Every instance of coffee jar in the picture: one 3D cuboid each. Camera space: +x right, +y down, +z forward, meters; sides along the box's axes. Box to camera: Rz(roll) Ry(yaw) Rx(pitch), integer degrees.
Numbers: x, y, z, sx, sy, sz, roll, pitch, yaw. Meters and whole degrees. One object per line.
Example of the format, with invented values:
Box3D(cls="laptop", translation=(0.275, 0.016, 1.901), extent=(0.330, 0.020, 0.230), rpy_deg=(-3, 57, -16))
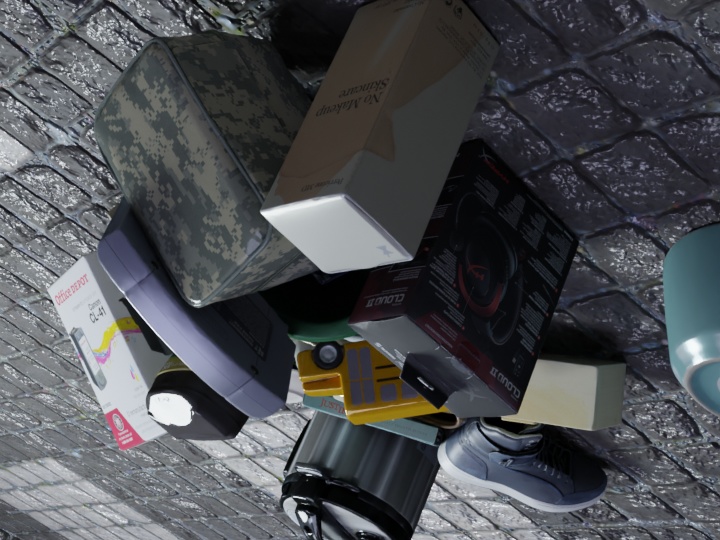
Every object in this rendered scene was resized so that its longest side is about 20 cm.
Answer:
Box3D(cls="coffee jar", translation=(-0.127, 0.073, 1.273), extent=(0.104, 0.200, 0.085), rpy_deg=(-12, 133, 48))

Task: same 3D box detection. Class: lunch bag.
Box3D(cls="lunch bag", translation=(-0.086, -0.083, 1.024), extent=(0.139, 0.167, 0.200), rpy_deg=(-45, 72, 41))

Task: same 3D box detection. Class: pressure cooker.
Box3D(cls="pressure cooker", translation=(-0.003, 0.258, 1.579), extent=(0.175, 0.201, 0.179), rpy_deg=(26, 153, -5))

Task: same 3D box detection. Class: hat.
Box3D(cls="hat", translation=(-0.034, -0.032, 1.210), extent=(0.165, 0.201, 0.176), rpy_deg=(14, -163, 0))

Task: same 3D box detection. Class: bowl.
Box3D(cls="bowl", translation=(0.335, 0.060, 1.068), extent=(0.200, 0.105, 0.201), rpy_deg=(19, 151, 11))

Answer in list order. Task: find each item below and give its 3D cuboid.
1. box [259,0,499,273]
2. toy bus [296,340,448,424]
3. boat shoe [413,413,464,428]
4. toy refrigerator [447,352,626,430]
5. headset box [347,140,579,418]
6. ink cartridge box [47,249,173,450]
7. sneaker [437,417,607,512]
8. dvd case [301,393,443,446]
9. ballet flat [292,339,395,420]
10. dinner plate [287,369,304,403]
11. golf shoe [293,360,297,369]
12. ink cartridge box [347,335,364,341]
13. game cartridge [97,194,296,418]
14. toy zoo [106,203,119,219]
Box3D(cls="box", translation=(0.017, -0.103, 0.936), extent=(0.095, 0.201, 0.078), rpy_deg=(-10, 138, 44))
Box3D(cls="toy bus", translation=(0.043, 0.099, 1.250), extent=(0.199, 0.079, 0.065), rpy_deg=(-10, 165, 6))
Box3D(cls="boat shoe", translation=(0.029, 0.117, 1.430), extent=(0.199, 0.069, 0.074), rpy_deg=(18, 128, 4))
Box3D(cls="toy refrigerator", translation=(0.159, 0.117, 1.314), extent=(0.199, 0.070, 0.076), rpy_deg=(6, -178, 32))
Box3D(cls="headset box", translation=(0.087, 0.018, 1.090), extent=(0.149, 0.201, 0.075), rpy_deg=(40, 148, -29))
Box3D(cls="ink cartridge box", translation=(-0.239, 0.077, 1.380), extent=(0.147, 0.085, 0.201), rpy_deg=(-29, 88, 57))
Box3D(cls="sneaker", translation=(0.204, 0.198, 1.443), extent=(0.202, 0.077, 0.146), rpy_deg=(14, 141, -12))
Box3D(cls="dvd case", translation=(0.018, 0.163, 1.424), extent=(0.145, 0.022, 0.200), rpy_deg=(16, 173, 7))
Box3D(cls="ballet flat", translation=(-0.024, 0.096, 1.338), extent=(0.200, 0.070, 0.070), rpy_deg=(26, 156, 30))
Box3D(cls="dinner plate", translation=(-0.127, 0.127, 1.475), extent=(0.199, 0.024, 0.200), rpy_deg=(6, 165, 2))
Box3D(cls="golf shoe", translation=(-0.096, 0.065, 1.470), extent=(0.094, 0.078, 0.200), rpy_deg=(7, 156, 9))
Box3D(cls="ink cartridge box", translation=(0.000, 0.000, 1.301), extent=(0.196, 0.043, 0.200), rpy_deg=(-1, 139, 40))
Box3D(cls="game cartridge", translation=(-0.131, 0.025, 1.060), extent=(0.041, 0.133, 0.200), rpy_deg=(-34, 110, 22))
Box3D(cls="toy zoo", translation=(-0.199, 0.025, 1.428), extent=(0.200, 0.020, 0.131), rpy_deg=(43, 163, 29))
